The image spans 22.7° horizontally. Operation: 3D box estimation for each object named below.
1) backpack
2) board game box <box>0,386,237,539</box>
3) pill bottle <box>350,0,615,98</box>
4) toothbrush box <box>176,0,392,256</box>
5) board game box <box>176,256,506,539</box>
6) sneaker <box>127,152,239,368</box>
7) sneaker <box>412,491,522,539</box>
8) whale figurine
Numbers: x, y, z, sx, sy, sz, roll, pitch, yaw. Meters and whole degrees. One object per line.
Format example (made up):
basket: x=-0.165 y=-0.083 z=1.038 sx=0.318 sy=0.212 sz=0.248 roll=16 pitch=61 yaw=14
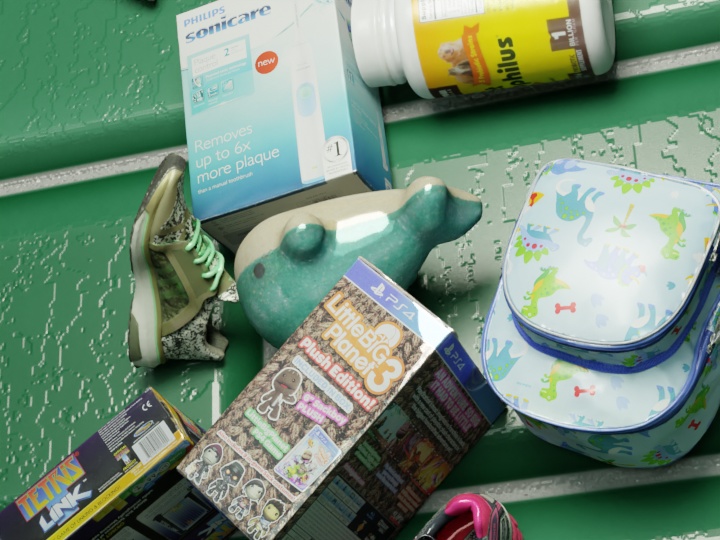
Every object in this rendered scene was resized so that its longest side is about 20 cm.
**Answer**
backpack: x=0.178 y=0.026 z=1.282 sx=0.182 sy=0.147 sz=0.201 roll=14 pitch=75 yaw=26
board game box: x=-0.184 y=0.192 z=1.324 sx=0.200 sy=0.165 sz=0.057 roll=-39 pitch=61 yaw=-1
pill bottle: x=0.097 y=-0.197 z=1.427 sx=0.198 sy=0.109 sz=0.110 roll=-7 pitch=65 yaw=15
toothbrush box: x=-0.062 y=-0.130 z=1.466 sx=0.145 sy=0.085 sz=0.202 roll=-16 pitch=62 yaw=19
board game box: x=-0.009 y=0.119 z=1.299 sx=0.097 sy=0.160 sz=0.200 roll=38 pitch=83 yaw=29
sneaker: x=-0.131 y=-0.005 z=1.402 sx=0.088 sy=0.201 sz=0.077 roll=8 pitch=40 yaw=2
sneaker: x=0.033 y=0.241 z=1.279 sx=0.080 sy=0.075 sz=0.201 roll=31 pitch=81 yaw=28
whale figurine: x=0.000 y=0.000 z=1.353 sx=0.199 sy=0.159 sz=0.105 roll=-24 pitch=65 yaw=27
